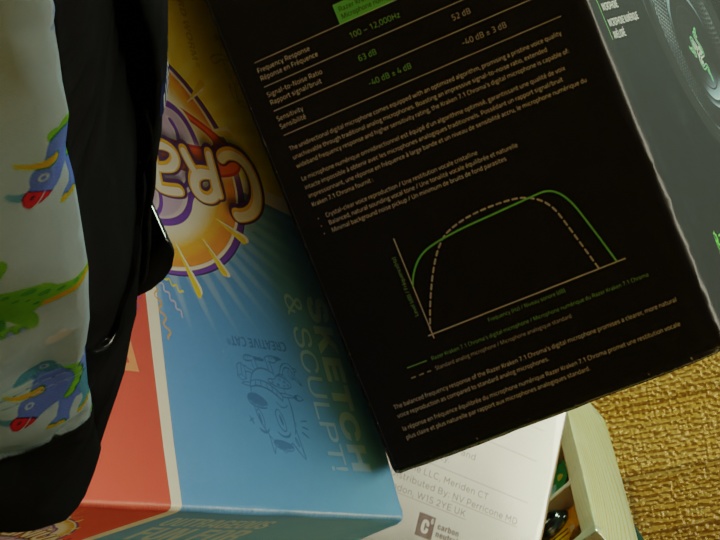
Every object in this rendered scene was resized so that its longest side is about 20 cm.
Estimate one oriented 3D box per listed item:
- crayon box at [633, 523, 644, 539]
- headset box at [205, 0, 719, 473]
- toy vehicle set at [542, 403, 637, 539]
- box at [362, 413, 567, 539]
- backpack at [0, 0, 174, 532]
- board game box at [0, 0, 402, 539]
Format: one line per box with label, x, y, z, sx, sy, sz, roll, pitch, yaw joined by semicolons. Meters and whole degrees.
crayon box;0.035;0.193;1.151;0.051;0.199;0.127;55;19;-41
headset box;0.036;-0.071;0.750;0.201;0.092;0.174;68;20;0
toy vehicle set;0.002;0.126;0.918;0.027;0.200;0.124;45;12;-16
box;0.000;0.000;0.890;0.124;0.097;0.201;-18;-126;57
backpack;-0.089;-0.061;0.415;0.200;0.153;0.164;130;-45;-65
board game box;-0.070;-0.032;0.669;0.153;0.040;0.201;10;61;-57
